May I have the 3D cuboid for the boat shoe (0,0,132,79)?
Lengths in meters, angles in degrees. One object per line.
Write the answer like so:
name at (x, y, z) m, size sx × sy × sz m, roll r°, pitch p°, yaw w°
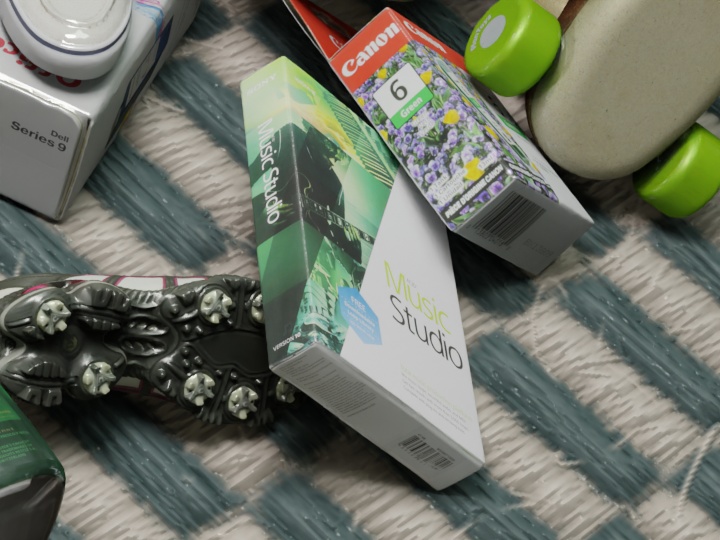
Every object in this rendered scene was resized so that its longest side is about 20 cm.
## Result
boat shoe at (-0.151, -0.190, 1.481) m, size 0.071 × 0.070 × 0.200 m, roll 9°, pitch 46°, yaw -12°

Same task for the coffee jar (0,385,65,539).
coffee jar at (-0.226, 0.059, 1.323) m, size 0.085 × 0.104 × 0.200 m, roll -19°, pitch 59°, yaw -36°

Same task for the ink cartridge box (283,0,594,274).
ink cartridge box at (0.040, -0.094, 1.564) m, size 0.200 × 0.050 × 0.109 m, roll 55°, pitch 15°, yaw 28°

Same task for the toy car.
toy car at (0.141, -0.152, 1.637) m, size 0.164 × 0.158 × 0.200 m, roll 34°, pitch 12°, yaw -26°

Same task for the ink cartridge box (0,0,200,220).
ink cartridge box at (-0.182, -0.142, 1.536) m, size 0.145 × 0.088 × 0.200 m, roll 24°, pitch 44°, yaw 2°

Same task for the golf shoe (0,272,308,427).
golf shoe at (-0.109, 0.029, 1.413) m, size 0.200 × 0.077 × 0.088 m, roll 9°, pitch 9°, yaw -37°

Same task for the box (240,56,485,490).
box at (0.000, 0.000, 1.457) m, size 0.144 × 0.036 × 0.200 m, roll 38°, pitch 31°, yaw -40°
